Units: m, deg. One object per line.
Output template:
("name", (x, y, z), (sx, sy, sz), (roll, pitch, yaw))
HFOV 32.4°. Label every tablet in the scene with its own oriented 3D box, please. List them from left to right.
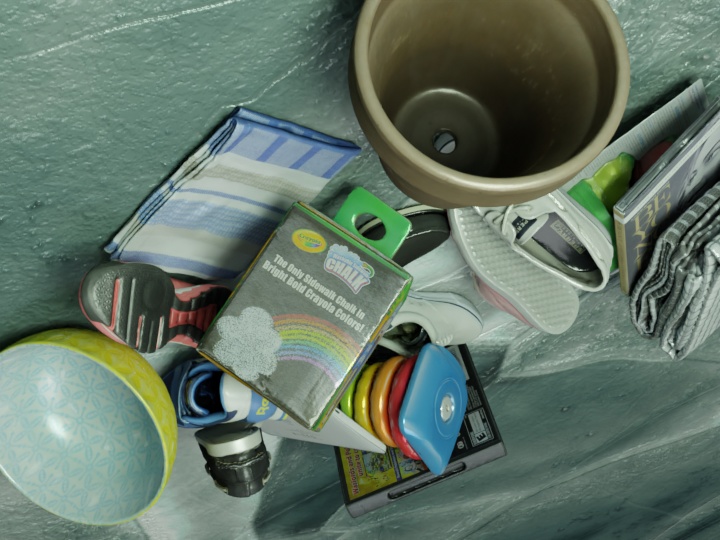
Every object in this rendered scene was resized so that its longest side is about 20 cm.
("tablet", (-0.077, 0.149, 1.293), (0.199, 0.014, 0.130), (-1, 146, 48))

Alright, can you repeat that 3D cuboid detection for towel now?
("towel", (-0.110, -0.058, 1.071), (0.146, 0.024, 0.200), (12, 137, -44))
("towel", (0.344, -0.023, 1.198), (0.165, 0.086, 0.200), (-39, 155, -18))

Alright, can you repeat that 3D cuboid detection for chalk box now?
("chalk box", (-0.034, 0.025, 1.089), (0.200, 0.124, 0.124), (-55, 175, -8))

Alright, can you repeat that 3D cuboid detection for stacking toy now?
("stacking toy", (0.005, 0.138, 1.308), (0.199, 0.110, 0.116), (0, 145, 31))

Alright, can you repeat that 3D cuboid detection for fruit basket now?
("fruit basket", (0.261, -0.087, 1.212), (0.200, 0.094, 0.185), (-42, 148, 5))

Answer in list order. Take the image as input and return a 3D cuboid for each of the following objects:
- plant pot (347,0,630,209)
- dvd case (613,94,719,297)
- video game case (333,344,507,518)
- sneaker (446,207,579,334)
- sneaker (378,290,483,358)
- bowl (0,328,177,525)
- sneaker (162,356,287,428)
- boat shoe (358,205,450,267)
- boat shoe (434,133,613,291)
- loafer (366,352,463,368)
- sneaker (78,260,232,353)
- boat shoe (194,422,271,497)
("plant pot", (0.081, -0.128, 0.941), (0.199, 0.201, 0.175), (-14, 168, -11))
("dvd case", (0.296, -0.066, 1.170), (0.149, 0.016, 0.200), (-45, 154, -7))
("video game case", (0.056, 0.171, 1.386), (0.180, 0.200, 0.026), (-23, 122, 5))
("sneaker", (0.130, -0.019, 1.233), (0.075, 0.105, 0.200), (-47, 120, -9))
("sneaker", (0.065, 0.065, 1.330), (0.199, 0.071, 0.073), (13, 137, -44))
("bowl", (-0.252, 0.131, 1.184), (0.200, 0.200, 0.108), (-40, -173, 31))
("sneaker", (-0.155, 0.120, 1.236), (0.082, 0.074, 0.199), (1, 170, -42))
("boat shoe", (0.001, 0.001, 1.200), (0.200, 0.063, 0.074), (-26, 147, 6))
("boat shoe", (0.147, -0.050, 1.110), (0.200, 0.066, 0.072), (40, 118, -18))
("loafer", (0.013, 0.126, 1.375), (0.199, 0.072, 0.063), (-15, 167, 13))
("sneaker", (-0.196, 0.035, 1.098), (0.086, 0.074, 0.200), (7, 174, 27))
("boat shoe", (-0.125, 0.188, 1.262), (0.073, 0.061, 0.200), (-13, -179, -12))
